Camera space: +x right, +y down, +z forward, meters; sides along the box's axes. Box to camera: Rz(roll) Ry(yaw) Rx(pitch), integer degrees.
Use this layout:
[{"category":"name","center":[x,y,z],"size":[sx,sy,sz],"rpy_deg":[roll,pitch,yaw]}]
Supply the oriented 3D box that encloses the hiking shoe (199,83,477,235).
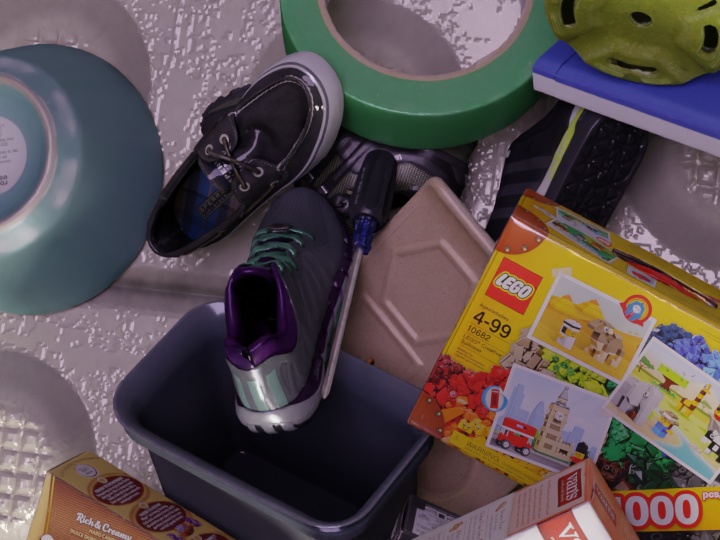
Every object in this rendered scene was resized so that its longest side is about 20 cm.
[{"category":"hiking shoe","center":[-0.022,-0.071,1.455],"size":[0.198,0.076,0.102],"rpy_deg":[8,81,15]}]

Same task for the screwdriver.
[{"category":"screwdriver","center":[0.000,0.000,1.353],"size":[0.029,0.028,0.201],"rpy_deg":[-8,48,19]}]

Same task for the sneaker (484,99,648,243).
[{"category":"sneaker","center":[0.125,-0.046,1.429],"size":[0.201,0.071,0.083],"rpy_deg":[-55,34,11]}]

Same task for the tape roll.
[{"category":"tape roll","center":[0.044,-0.182,1.432],"size":[0.198,0.048,0.202],"rpy_deg":[0,64,1]}]

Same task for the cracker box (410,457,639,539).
[{"category":"cracker box","center":[0.082,0.215,1.258],"size":[0.199,0.058,0.135],"rpy_deg":[-27,108,17]}]

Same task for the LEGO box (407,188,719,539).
[{"category":"LEGO box","center":[0.152,0.067,1.279],"size":[0.199,0.077,0.150],"rpy_deg":[27,109,3]}]

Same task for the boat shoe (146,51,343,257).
[{"category":"boat shoe","center":[-0.085,-0.071,1.417],"size":[0.070,0.066,0.200],"rpy_deg":[52,133,0]}]

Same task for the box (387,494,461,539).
[{"category":"box","center":[0.088,0.251,1.331],"size":[0.198,0.048,0.159],"rpy_deg":[24,114,-2]}]

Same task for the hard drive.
[{"category":"hard drive","center":[0.229,-0.129,1.358],"size":[0.199,0.026,0.132],"rpy_deg":[24,50,33]}]

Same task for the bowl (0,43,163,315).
[{"category":"bowl","center":[-0.252,-0.075,1.503],"size":[0.199,0.105,0.203],"rpy_deg":[-2,81,15]}]

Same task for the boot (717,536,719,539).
[{"category":"boot","center":[0.262,0.160,1.349],"size":[0.198,0.073,0.152],"rpy_deg":[3,85,22]}]

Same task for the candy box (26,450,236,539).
[{"category":"candy box","center":[-0.130,0.219,1.380],"size":[0.199,0.056,0.118],"rpy_deg":[28,112,18]}]

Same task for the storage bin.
[{"category":"storage bin","center":[-0.046,0.127,1.389],"size":[0.199,0.135,0.146],"rpy_deg":[24,54,26]}]

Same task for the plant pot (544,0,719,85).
[{"category":"plant pot","center":[0.197,-0.227,1.324],"size":[0.198,0.201,0.191],"rpy_deg":[9,61,16]}]

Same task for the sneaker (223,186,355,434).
[{"category":"sneaker","center":[-0.048,0.004,1.347],"size":[0.074,0.088,0.201],"rpy_deg":[-8,45,12]}]

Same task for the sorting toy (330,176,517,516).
[{"category":"sorting toy","center":[0.052,0.065,1.401],"size":[0.186,0.036,0.200],"rpy_deg":[51,122,12]}]
